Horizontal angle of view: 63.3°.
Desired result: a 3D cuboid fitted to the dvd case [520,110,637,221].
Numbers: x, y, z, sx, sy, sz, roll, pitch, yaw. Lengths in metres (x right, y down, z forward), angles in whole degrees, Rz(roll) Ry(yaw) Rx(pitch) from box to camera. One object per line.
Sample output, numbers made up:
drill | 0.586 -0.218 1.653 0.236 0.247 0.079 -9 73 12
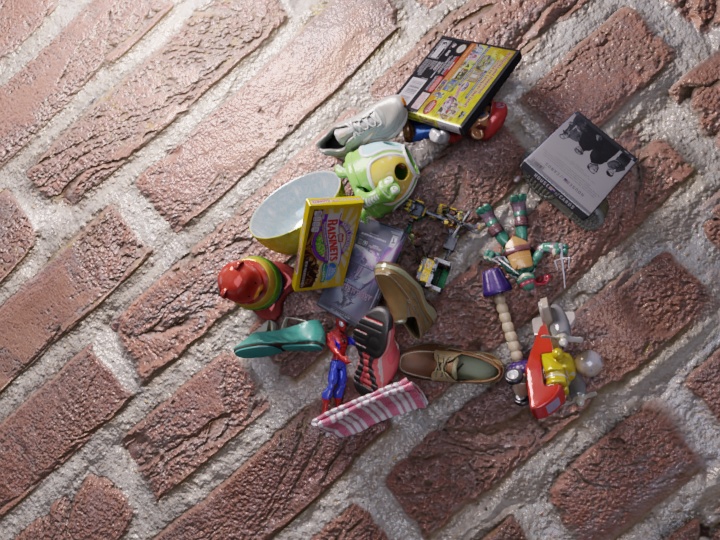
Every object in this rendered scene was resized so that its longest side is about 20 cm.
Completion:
dvd case | 0.402 -0.197 1.069 0.150 0.025 0.200 43 61 9

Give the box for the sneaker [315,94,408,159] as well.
sneaker | 0.001 -0.268 1.118 0.200 0.092 0.076 -27 88 34

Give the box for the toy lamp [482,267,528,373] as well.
toy lamp | 0.275 0.093 1.099 0.058 0.058 0.201 -18 85 7

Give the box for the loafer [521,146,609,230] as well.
loafer | 0.388 -0.160 1.104 0.070 0.075 0.200 -33 75 -31

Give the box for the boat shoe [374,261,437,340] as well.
boat shoe | 0.079 0.062 1.061 0.071 0.200 0.076 6 60 42

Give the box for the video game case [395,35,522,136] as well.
video game case | 0.176 -0.356 1.109 0.180 0.026 0.200 28 74 36

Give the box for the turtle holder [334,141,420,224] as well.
turtle holder | 0.035 -0.177 1.088 0.131 0.185 0.141 -25 84 15

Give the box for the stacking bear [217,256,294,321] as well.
stacking bear | -0.205 0.025 1.105 0.114 0.200 0.122 33 91 10

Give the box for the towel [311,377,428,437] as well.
towel | 0.020 0.261 1.078 0.199 0.146 0.030 -25 61 6

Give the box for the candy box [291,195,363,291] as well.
candy box | -0.062 -0.046 1.055 0.102 0.200 0.026 -9 45 -25

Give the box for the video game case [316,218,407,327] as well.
video game case | 0.000 0.000 1.126 0.143 0.019 0.201 24 90 45

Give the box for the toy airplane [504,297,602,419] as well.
toy airplane | 0.348 0.146 1.010 0.141 0.200 0.200 2 89 36

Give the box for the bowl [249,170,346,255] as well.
bowl | -0.104 -0.092 1.136 0.200 0.200 0.108 -27 125 6

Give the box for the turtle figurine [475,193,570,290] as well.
turtle figurine | 0.293 -0.038 1.086 0.149 0.101 0.201 -12 67 -8

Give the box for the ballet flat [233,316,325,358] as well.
ballet flat | -0.158 0.130 1.157 0.199 0.067 0.071 -9 62 21

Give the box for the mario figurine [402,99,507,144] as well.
mario figurine | 0.180 -0.304 1.120 0.199 0.106 0.124 -3 95 12

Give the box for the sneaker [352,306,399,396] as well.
sneaker | 0.037 0.144 1.085 0.074 0.087 0.201 26 125 31

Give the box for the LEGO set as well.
LEGO set | 0.121 -0.045 1.102 0.153 0.116 0.200 30 90 10

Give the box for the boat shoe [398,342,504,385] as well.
boat shoe | 0.171 0.176 1.098 0.199 0.074 0.076 1 85 9

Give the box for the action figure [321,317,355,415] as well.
action figure | -0.025 0.190 1.122 0.099 0.065 0.201 -4 83 42
